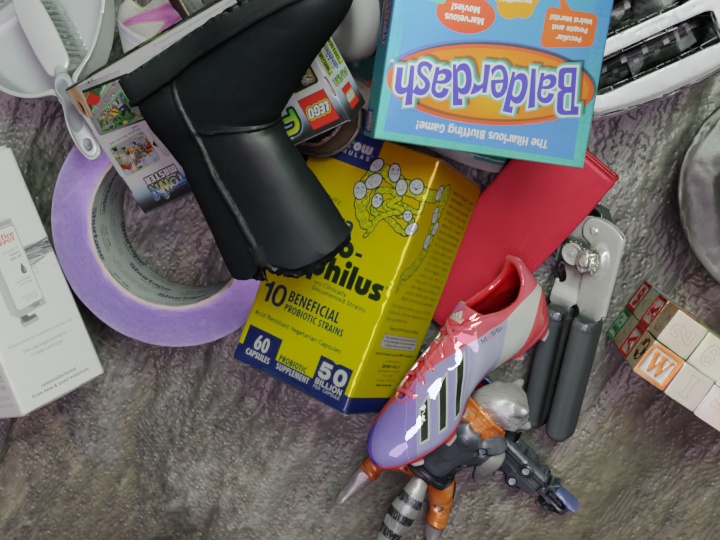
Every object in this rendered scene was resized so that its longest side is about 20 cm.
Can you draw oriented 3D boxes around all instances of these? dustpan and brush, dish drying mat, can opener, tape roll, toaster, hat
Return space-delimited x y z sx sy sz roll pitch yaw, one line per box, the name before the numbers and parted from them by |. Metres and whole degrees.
dustpan and brush | -0.241 -0.166 0.763 0.139 0.057 0.201 -32 75 8
dish drying mat | 0.120 -0.029 0.790 0.077 0.018 0.200 39 118 -1
can opener | 0.185 0.047 0.805 0.052 0.066 0.203 24 111 37
tape roll | -0.150 -0.043 0.801 0.197 0.085 0.203 1 100 5
toaster | 0.203 -0.181 0.729 0.198 0.129 0.115 -22 97 8
hat | 0.348 -0.054 0.769 0.198 0.081 0.204 0 92 6

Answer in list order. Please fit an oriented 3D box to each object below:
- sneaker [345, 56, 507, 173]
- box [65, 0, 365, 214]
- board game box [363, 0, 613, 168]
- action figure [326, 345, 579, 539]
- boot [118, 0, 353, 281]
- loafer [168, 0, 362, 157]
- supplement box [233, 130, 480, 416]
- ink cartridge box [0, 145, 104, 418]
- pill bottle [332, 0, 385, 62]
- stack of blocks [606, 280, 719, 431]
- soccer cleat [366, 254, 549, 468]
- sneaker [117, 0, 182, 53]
sneaker | 0.045 -0.155 0.774 0.199 0.071 0.080 31 103 -2
box | -0.107 -0.124 0.676 0.198 0.035 0.111 -19 112 30
board game box | 0.091 -0.179 0.634 0.150 0.045 0.203 6 101 -11
action figure | 0.089 0.176 0.814 0.199 0.105 0.194 37 113 4
boot | -0.047 -0.087 0.603 0.199 0.076 0.169 -20 109 38
loafer | -0.081 -0.162 0.697 0.200 0.071 0.073 45 98 4
supplement box | 0.000 0.000 0.756 0.108 0.109 0.202 22 92 24
ink cartridge box | -0.316 0.016 0.791 0.146 0.082 0.202 -12 102 46
pill bottle | 0.057 -0.239 0.712 0.198 0.112 0.114 -23 99 -19
stack of blocks | 0.308 0.099 0.779 0.199 0.115 0.059 35 101 -3
soccer cleat | 0.072 0.071 0.749 0.199 0.066 0.077 -39 122 -20
sneaker | -0.115 -0.215 0.769 0.198 0.081 0.089 -24 93 2
